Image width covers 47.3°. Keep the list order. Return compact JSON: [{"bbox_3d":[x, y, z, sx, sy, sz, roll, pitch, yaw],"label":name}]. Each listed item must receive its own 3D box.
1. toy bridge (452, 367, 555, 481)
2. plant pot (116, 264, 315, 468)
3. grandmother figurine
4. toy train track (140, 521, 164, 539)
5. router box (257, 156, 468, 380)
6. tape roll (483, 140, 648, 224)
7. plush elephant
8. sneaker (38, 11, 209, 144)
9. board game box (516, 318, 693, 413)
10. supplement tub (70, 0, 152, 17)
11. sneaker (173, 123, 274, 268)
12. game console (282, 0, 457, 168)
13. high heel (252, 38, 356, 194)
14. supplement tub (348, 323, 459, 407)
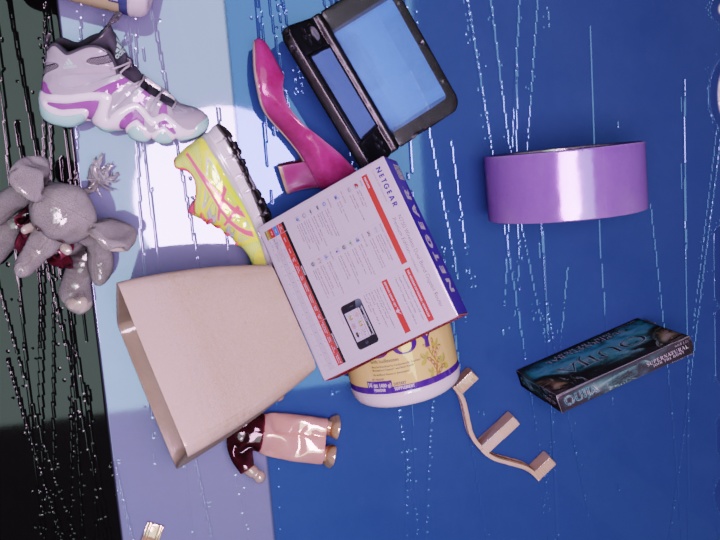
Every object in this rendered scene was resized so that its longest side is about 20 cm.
[{"bbox_3d":[0.193,0.230,1.161,0.067,0.027,0.200,-42,103,-1],"label":"toy bridge"},{"bbox_3d":[-0.168,0.098,0.975,0.177,0.200,0.200,-22,80,-21],"label":"plant pot"},{"bbox_3d":[-0.131,0.216,1.082,0.199,0.061,0.122,12,67,-10],"label":"grandmother figurine"},{"bbox_3d":[-0.251,0.406,1.091,0.199,0.033,0.115,20,93,-14],"label":"toy train track"},{"bbox_3d":[0.000,0.000,0.949,0.179,0.049,0.201,-27,81,19],"label":"router box"},{"bbox_3d":[0.259,-0.113,1.043,0.199,0.200,0.085,-7,98,-10],"label":"tape roll"},{"bbox_3d":[-0.352,-0.047,0.950,0.165,0.155,0.200,35,90,-13],"label":"plush elephant"},{"bbox_3d":[-0.273,-0.230,0.963,0.199,0.078,0.140,5,119,-13],"label":"sneaker"},{"bbox_3d":[0.329,0.125,1.120,0.199,0.135,0.028,-23,101,-8],"label":"board game box"},{"bbox_3d":[-0.327,-0.378,0.920,0.199,0.144,0.145,11,95,-12],"label":"supplement tub"},{"bbox_3d":[-0.167,-0.076,1.033,0.090,0.078,0.201,-24,97,3],"label":"sneaker"},{"bbox_3d":[0.019,-0.247,1.025,0.116,0.176,0.200,-28,102,22],"label":"game console"},{"bbox_3d":[-0.072,-0.197,1.029,0.096,0.067,0.201,-15,105,1],"label":"high heel"},{"bbox_3d":[0.040,0.057,1.048,0.145,0.145,0.201,-14,100,-9],"label":"supplement tub"}]
